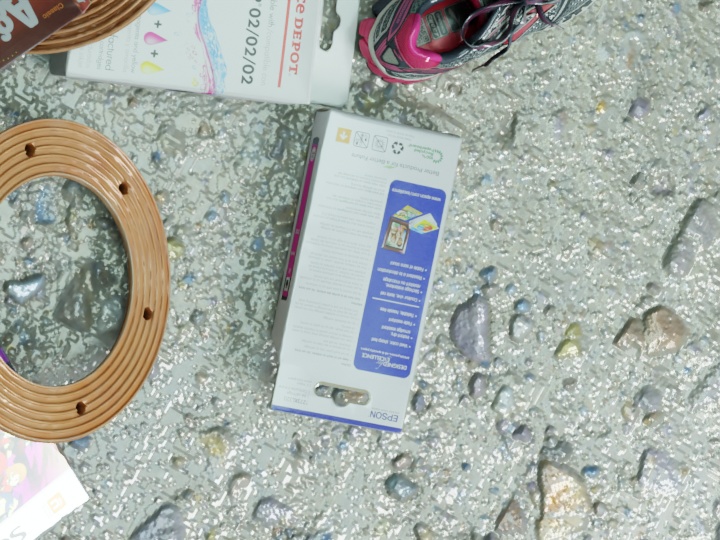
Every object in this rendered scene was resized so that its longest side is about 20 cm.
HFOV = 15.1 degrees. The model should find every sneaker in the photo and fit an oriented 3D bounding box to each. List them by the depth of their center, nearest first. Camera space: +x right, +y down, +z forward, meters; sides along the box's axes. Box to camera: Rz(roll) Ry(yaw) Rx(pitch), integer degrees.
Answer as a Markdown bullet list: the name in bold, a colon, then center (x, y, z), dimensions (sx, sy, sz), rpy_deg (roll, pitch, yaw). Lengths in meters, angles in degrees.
- **sneaker**: center (0.098, -0.179, 1.776), dimensions (0.200, 0.075, 0.081), rpy_deg (-33, 102, -13)

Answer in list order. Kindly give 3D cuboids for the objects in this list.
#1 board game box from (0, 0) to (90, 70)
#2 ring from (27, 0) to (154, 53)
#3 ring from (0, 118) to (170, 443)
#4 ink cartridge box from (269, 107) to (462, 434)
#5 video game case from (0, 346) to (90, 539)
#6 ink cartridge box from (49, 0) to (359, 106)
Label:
- **board game box**: center (-0.268, -0.147, 1.638), dimensions (0.200, 0.019, 0.103), rpy_deg (-31, 108, 25)
- **ring**: center (-0.198, -0.231, 1.639), dimensions (0.200, 0.019, 0.201), rpy_deg (0, 98, 1)
- **ring**: center (-0.193, 0.006, 1.688), dimensions (0.200, 0.019, 0.201), rpy_deg (2, 88, -49)
- **ink cartridge box**: center (0.000, 0.000, 1.780), dimensions (0.094, 0.037, 0.201), rpy_deg (12, 88, -18)
- **video game case**: center (-0.283, 0.116, 1.665), dimensions (0.181, 0.036, 0.200), rpy_deg (-38, 119, -21)
- **ink cartridge box**: center (-0.089, -0.168, 1.725), dimensions (0.200, 0.068, 0.115), rpy_deg (6, 93, -17)
